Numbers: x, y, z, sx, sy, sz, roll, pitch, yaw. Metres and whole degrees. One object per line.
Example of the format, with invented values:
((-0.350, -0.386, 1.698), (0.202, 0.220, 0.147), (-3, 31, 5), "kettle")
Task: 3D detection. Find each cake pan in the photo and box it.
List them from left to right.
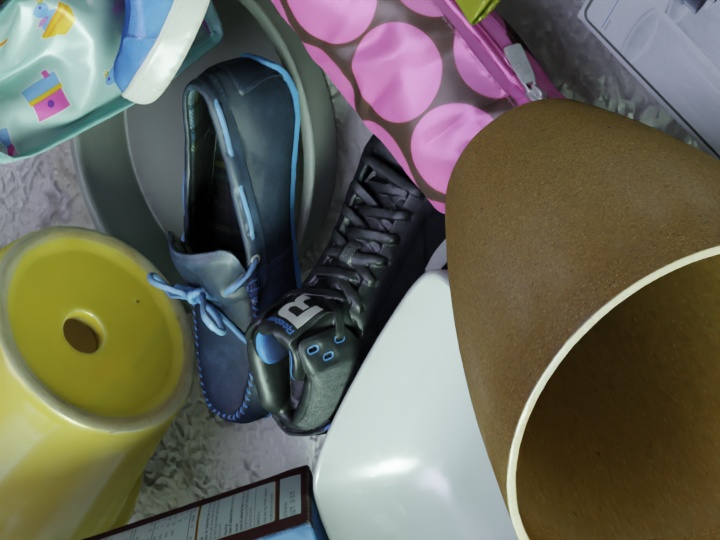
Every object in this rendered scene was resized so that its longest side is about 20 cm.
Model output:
((-0.087, -0.076, 1.469), (0.199, 0.037, 0.202), (13, 110, 41), "cake pan")

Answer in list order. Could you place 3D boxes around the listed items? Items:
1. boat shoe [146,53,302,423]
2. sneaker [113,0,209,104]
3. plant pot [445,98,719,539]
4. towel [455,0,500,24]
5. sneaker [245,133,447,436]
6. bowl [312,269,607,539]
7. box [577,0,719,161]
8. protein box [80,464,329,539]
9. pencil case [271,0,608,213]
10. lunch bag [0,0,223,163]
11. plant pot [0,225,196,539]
((-0.079, -0.014, 1.402), (0.084, 0.068, 0.202), (8, 106, 42), "boat shoe")
((-0.119, -0.191, 1.312), (0.077, 0.110, 0.201), (-123, 51, -74), "sneaker")
((0.113, 0.012, 1.159), (0.200, 0.185, 0.187), (-122, 42, -50), "plant pot")
((0.032, -0.217, 1.233), (0.086, 0.018, 0.201), (-50, 58, 35), "towel")
((0.000, 0.000, 1.352), (0.073, 0.111, 0.201), (29, 119, 35), "sneaker")
((0.072, 0.118, 1.297), (0.201, 0.074, 0.200), (60, 141, 31), "bowl")
((0.201, -0.095, 1.169), (0.200, 0.060, 0.117), (50, 130, 23), "box")
((-0.091, 0.240, 1.400), (0.199, 0.135, 0.200), (-18, 98, 2), "protein box")
((0.024, -0.121, 1.290), (0.200, 0.091, 0.094), (48, 154, 8), "pencil case")
((-0.204, -0.124, 1.392), (0.170, 0.200, 0.123), (10, 130, 43), "lunch bag")
((-0.194, 0.073, 1.491), (0.189, 0.200, 0.202), (-42, 72, 45), "plant pot")
